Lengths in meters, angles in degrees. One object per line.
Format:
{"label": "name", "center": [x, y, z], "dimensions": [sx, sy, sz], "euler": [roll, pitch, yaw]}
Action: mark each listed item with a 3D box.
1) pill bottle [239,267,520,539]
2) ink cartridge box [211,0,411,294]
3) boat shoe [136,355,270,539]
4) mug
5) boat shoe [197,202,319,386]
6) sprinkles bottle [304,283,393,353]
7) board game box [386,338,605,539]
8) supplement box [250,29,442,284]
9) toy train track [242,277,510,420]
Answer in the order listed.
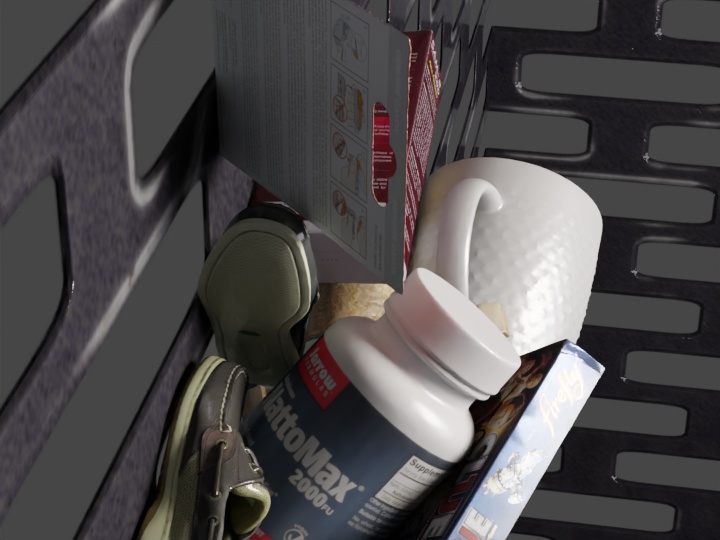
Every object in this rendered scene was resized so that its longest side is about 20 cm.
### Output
{"label": "pill bottle", "center": [0.001, 0.100, 1.076], "dimensions": [0.200, 0.120, 0.120], "euler": [-48, 178, 11]}
{"label": "ink cartridge box", "center": [-0.017, -0.102, 0.971], "dimensions": [0.057, 0.200, 0.163], "euler": [-24, 130, -32]}
{"label": "boat shoe", "center": [-0.085, 0.136, 0.998], "dimensions": [0.201, 0.066, 0.072], "euler": [-77, 168, -45]}
{"label": "mug", "center": [0.092, 0.013, 1.275], "dimensions": [0.200, 0.147, 0.176], "euler": [64, 36, -55]}
{"label": "boat shoe", "center": [-0.060, 0.005, 1.069], "dimensions": [0.200, 0.072, 0.068], "euler": [96, 8, -63]}
{"label": "sprinkles bottle", "center": [0.000, 0.000, 1.261], "dimensions": [0.068, 0.068, 0.200], "euler": [80, 18, -62]}
{"label": "board game box", "center": [0.066, 0.141, 1.094], "dimensions": [0.200, 0.035, 0.135], "euler": [-55, -167, -26]}
{"label": "supplement box", "center": [-0.009, -0.085, 1.226], "dimensions": [0.061, 0.109, 0.200], "euler": [74, 23, -50]}
{"label": "toy train track", "center": [0.003, 0.063, 1.159], "dimensions": [0.033, 0.200, 0.115], "euler": [41, 32, -56]}
